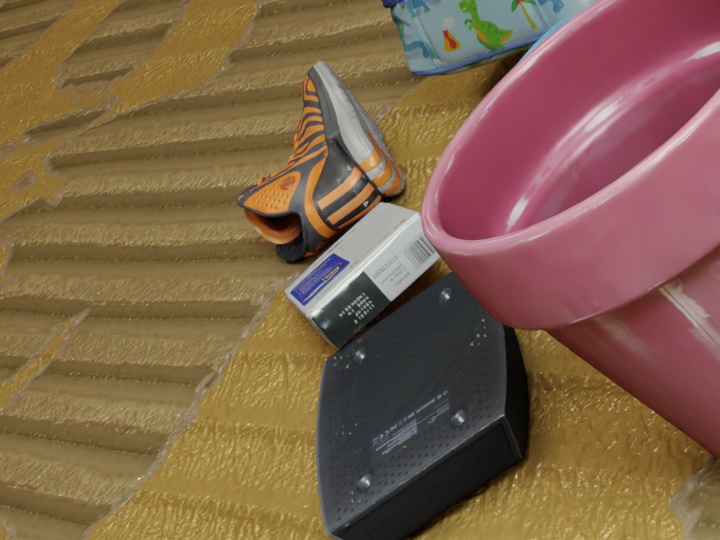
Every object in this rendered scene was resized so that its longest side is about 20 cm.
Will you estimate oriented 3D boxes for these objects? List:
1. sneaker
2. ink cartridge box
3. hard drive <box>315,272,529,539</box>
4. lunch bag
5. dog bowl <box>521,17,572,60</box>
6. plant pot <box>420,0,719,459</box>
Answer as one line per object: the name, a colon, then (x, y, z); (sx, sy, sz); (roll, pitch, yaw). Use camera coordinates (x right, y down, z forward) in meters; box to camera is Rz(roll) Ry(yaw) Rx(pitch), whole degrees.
sneaker: (-0.041, -0.079, 1.784); (0.112, 0.078, 0.200); (-37, 22, 8)
ink cartridge box: (0.000, 0.000, 1.591); (0.095, 0.037, 0.200); (-42, 9, -2)
hard drive: (0.037, 0.077, 1.407); (0.135, 0.042, 0.200); (-35, 22, 15)
lunch bag: (0.124, -0.205, 1.699); (0.161, 0.083, 0.200); (-30, 10, -40)
dog bowl: (0.116, -0.089, 1.530); (0.111, 0.050, 0.200); (-46, 11, 29)
plant pot: (0.158, -0.018, 1.129); (0.200, 0.179, 0.200); (-35, 22, 17)
